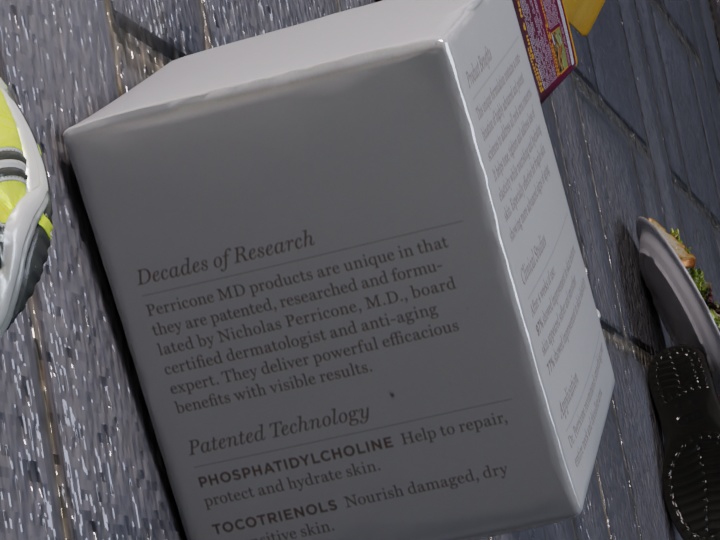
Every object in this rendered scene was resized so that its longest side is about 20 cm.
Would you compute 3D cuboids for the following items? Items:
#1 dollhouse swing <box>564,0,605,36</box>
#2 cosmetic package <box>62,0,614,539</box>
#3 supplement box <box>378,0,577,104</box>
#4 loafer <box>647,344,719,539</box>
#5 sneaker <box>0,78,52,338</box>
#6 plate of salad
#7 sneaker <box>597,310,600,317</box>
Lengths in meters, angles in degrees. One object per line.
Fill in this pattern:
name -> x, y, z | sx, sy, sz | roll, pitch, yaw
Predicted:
dollhouse swing -> 0.154, -0.347, 2.091 | 0.201, 0.174, 0.183 | -83, -165, -53
cosmetic package -> 0.000, 0.000, 1.007 | 0.167, 0.165, 0.202 | -52, 127, -71
supplement box -> 0.080, -0.165, 1.577 | 0.200, 0.085, 0.111 | -44, 119, -72
loafer -> 0.307, 0.164, 2.114 | 0.071, 0.072, 0.202 | 51, 29, -53
sneaker -> -0.139, -0.003, 0.690 | 0.077, 0.075, 0.201 | 59, 22, -48
plate of salad -> 0.310, 0.036, 2.194 | 0.201, 0.048, 0.200 | 63, -4, 8
sneaker -> 0.098, 0.038, 1.531 | 0.092, 0.077, 0.200 | 56, 16, -10
